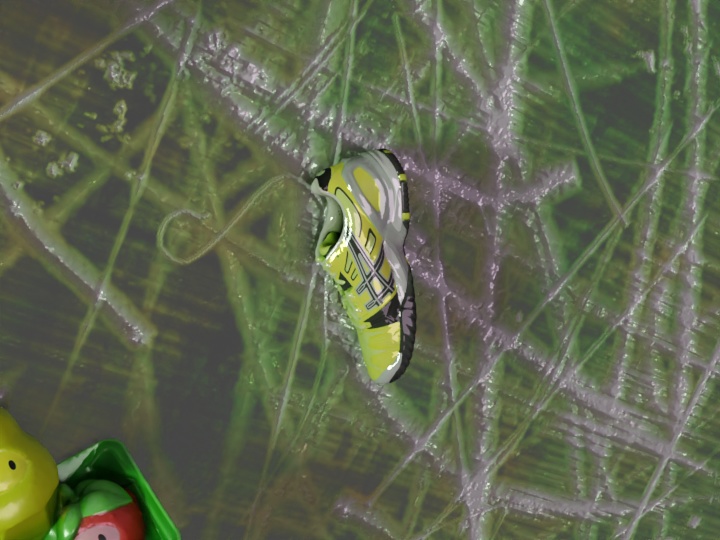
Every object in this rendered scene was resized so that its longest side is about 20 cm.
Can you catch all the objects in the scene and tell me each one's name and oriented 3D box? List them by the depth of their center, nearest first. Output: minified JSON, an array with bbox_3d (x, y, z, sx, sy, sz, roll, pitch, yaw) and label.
[{"bbox_3d":[-0.253,0.199,0.923,0.215,0.156,0.216,-22,135,-24],"label":"fruit basket"},{"bbox_3d":[0.000,0.000,1.034,0.076,0.075,0.201,-10,102,-18],"label":"sneaker"}]
